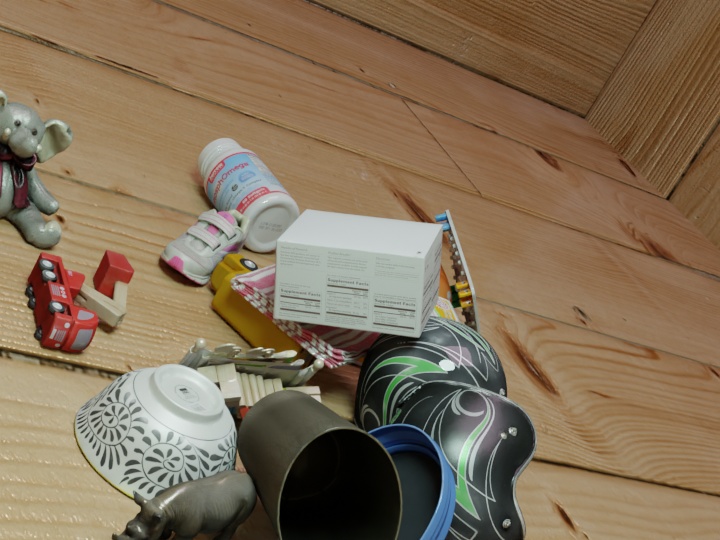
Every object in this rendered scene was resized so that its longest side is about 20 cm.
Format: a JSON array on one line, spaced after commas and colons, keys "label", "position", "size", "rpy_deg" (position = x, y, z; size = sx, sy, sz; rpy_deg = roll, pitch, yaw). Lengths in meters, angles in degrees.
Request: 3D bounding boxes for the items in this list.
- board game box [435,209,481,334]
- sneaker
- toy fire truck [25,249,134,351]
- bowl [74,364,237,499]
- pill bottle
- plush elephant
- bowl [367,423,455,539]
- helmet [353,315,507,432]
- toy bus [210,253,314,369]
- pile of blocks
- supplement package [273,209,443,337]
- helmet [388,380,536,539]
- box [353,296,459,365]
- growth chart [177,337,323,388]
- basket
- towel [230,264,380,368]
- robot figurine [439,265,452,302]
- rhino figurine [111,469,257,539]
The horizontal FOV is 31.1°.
[{"label": "board game box", "position": [0.162, 0.039, 2.092], "size": [0.025, 0.202, 0.201], "rpy_deg": [-13, 43, -1]}, {"label": "sneaker", "position": [-0.224, -0.046, 1.902], "size": [0.081, 0.089, 0.200], "rpy_deg": [33, 22, 6]}, {"label": "toy fire truck", "position": [-0.343, 0.036, 1.621], "size": [0.140, 0.049, 0.201], "rpy_deg": [18, 25, -32]}, {"label": "bowl", "position": [-0.211, 0.168, 1.449], "size": [0.199, 0.095, 0.201], "rpy_deg": [26, 22, -11]}, {"label": "pill bottle", "position": [-0.188, -0.128, 2.102], "size": [0.108, 0.110, 0.200], "rpy_deg": [9, 30, -43]}, {"label": "plush elephant", "position": [-0.464, -0.149, 1.715], "size": [0.163, 0.156, 0.201], "rpy_deg": [15, 27, -34]}, {"label": "bowl", "position": [0.020, 0.266, 1.417], "size": [0.039, 0.200, 0.201], "rpy_deg": [43, 12, -34]}, {"label": "helmet", "position": [0.097, 0.156, 1.747], "size": [0.198, 0.192, 0.201], "rpy_deg": [26, 22, -11]}, {"label": "toy bus", "position": [-0.140, 0.060, 1.819], "size": [0.200, 0.066, 0.078], "rpy_deg": [41, 25, 23]}, {"label": "pile of blocks", "position": [-0.127, 0.173, 1.585], "size": [0.199, 0.082, 0.063], "rpy_deg": [21, 43, -42]}, {"label": "supplement package", "position": [0.000, 0.000, 1.725], "size": [0.197, 0.113, 0.156], "rpy_deg": [7, 19, 11]}, {"label": "helmet", "position": [0.112, 0.251, 1.548], "size": [0.198, 0.200, 0.193], "rpy_deg": [26, 65, -11]}, {"label": "box", "position": [0.040, 0.082, 1.941], "size": [0.198, 0.113, 0.102], "rpy_deg": [20, 23, -21]}, {"label": "growth chart", "position": [-0.142, 0.127, 1.586], "size": [0.198, 0.144, 0.018], "rpy_deg": [12, 53, -36]}, {"label": "basket", "position": [-0.054, 0.217, 1.389], "size": [0.134, 0.183, 0.200], "rpy_deg": [-12, 19, -18]}, {"label": "towel", "position": [-0.070, 0.055, 1.793], "size": [0.199, 0.030, 0.146], "rpy_deg": [38, 23, 16]}, {"label": "robot figurine", "position": [0.088, 0.026, 2.125], "size": [0.115, 0.146, 0.201], "rpy_deg": [-4, 29, -6]}, {"label": "rhino figurine", "position": [-0.181, 0.250, 1.319], "size": [0.060, 0.088, 0.199], "rpy_deg": [42, 23, 28]}]
